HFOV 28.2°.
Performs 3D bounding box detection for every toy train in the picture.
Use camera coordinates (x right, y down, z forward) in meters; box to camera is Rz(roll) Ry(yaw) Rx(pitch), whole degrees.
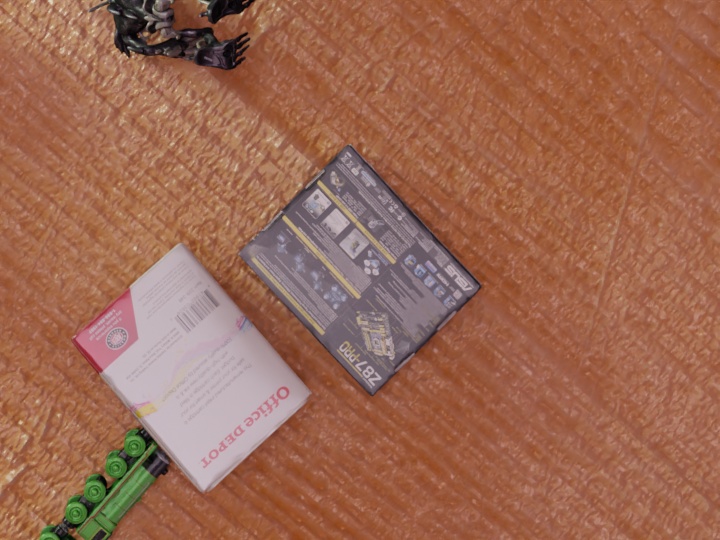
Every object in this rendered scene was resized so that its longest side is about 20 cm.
[{"bbox_3d":[-0.268,0.245,1.450,0.056,0.042,0.200,42,89,-10],"label":"toy train"}]

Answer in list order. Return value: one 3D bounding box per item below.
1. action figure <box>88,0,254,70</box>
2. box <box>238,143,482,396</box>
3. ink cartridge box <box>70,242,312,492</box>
[{"bbox_3d":[-0.185,-0.260,1.425,0.199,0.101,0.120,24,123,37],"label":"action figure"},{"bbox_3d":[0.000,0.000,1.449,0.161,0.049,0.200,-45,90,-2],"label":"box"},{"bbox_3d":[-0.167,0.098,1.420,0.147,0.086,0.201,-40,91,-11],"label":"ink cartridge box"}]
